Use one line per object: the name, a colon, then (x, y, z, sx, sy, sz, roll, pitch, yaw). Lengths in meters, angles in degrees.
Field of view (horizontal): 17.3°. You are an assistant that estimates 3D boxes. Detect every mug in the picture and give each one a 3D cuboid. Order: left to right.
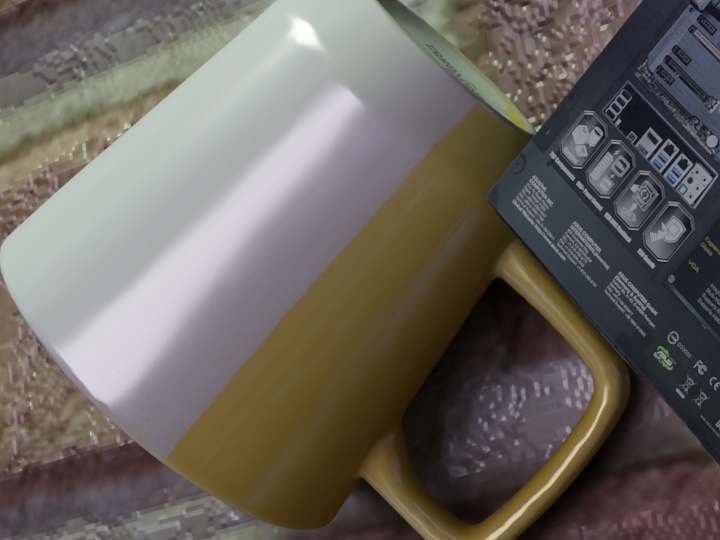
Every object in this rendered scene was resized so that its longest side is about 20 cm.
mug: (-0.006, -0.006, 0.821, 0.153, 0.187, 0.149, -49, 25, 11)

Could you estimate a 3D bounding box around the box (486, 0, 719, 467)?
box: (0.150, -0.013, 0.680, 0.158, 0.051, 0.200, -52, 56, 19)
